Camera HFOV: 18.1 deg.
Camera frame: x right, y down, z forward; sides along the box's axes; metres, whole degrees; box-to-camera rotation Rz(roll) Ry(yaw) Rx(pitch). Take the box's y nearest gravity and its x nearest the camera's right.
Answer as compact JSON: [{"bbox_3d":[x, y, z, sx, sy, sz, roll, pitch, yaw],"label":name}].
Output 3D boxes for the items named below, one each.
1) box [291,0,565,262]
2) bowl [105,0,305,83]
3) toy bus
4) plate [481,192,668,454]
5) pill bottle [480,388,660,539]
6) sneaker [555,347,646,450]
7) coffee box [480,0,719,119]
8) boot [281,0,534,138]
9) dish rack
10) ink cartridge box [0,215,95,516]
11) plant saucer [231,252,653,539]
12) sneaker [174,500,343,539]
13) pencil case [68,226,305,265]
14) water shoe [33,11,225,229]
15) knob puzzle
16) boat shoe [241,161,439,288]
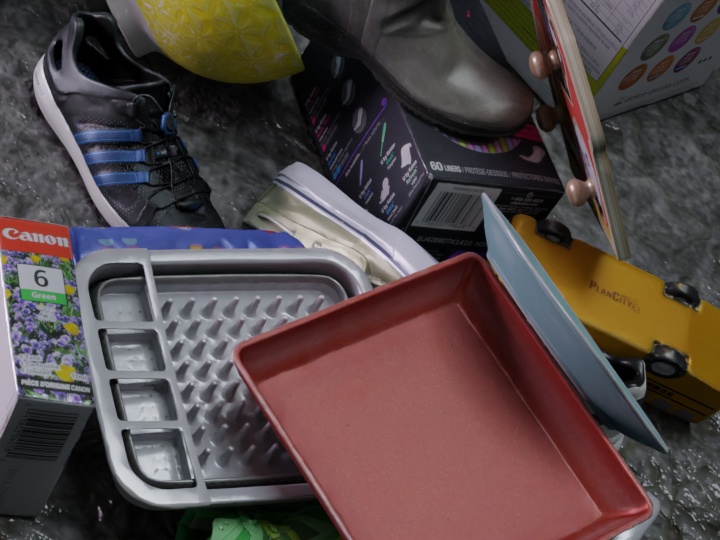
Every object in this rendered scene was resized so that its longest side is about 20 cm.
[{"bbox_3d":[0.046,-0.101,1.641,0.122,0.106,0.201,5,47,-32],"label":"box"},{"bbox_3d":[-0.129,-0.210,1.610,0.107,0.200,0.201,-26,59,-1],"label":"bowl"},{"bbox_3d":[0.175,0.035,1.603,0.199,0.078,0.065,24,60,-15],"label":"toy bus"},{"bbox_3d":[0.127,0.038,1.427,0.201,0.026,0.200,53,5,-6],"label":"plate"},{"bbox_3d":[0.080,0.127,1.430,0.200,0.111,0.111,39,39,6],"label":"pill bottle"},{"bbox_3d":[0.106,0.054,1.549,0.199,0.080,0.074,24,42,-10],"label":"sneaker"},{"bbox_3d":[0.213,-0.269,1.853,0.199,0.198,0.200,-21,64,-46],"label":"coffee box"},{"bbox_3d":[0.048,-0.183,1.539,0.199,0.131,0.068,30,41,-1],"label":"boot"},{"bbox_3d":[-0.073,0.069,1.349,0.199,0.044,0.172,-1,57,-27],"label":"dish rack"},{"bbox_3d":[-0.205,0.031,1.329,0.050,0.109,0.201,8,46,-25],"label":"ink cartridge box"},{"bbox_3d":[0.045,0.103,1.332,0.199,0.037,0.201,-21,68,-36],"label":"plant saucer"},{"bbox_3d":[-0.062,0.161,1.326,0.200,0.074,0.084,-25,71,-46],"label":"sneaker"},{"bbox_3d":[-0.119,0.016,1.431,0.199,0.078,0.088,2,80,-34],"label":"pencil case"},{"bbox_3d":[-0.150,-0.087,1.511,0.071,0.079,0.200,-21,64,-45],"label":"water shoe"},{"bbox_3d":[0.136,-0.125,1.574,0.030,0.220,0.221,-16,51,1],"label":"knob puzzle"},{"bbox_3d":[0.000,0.000,1.511,0.062,0.072,0.200,-45,50,-10],"label":"boat shoe"}]
